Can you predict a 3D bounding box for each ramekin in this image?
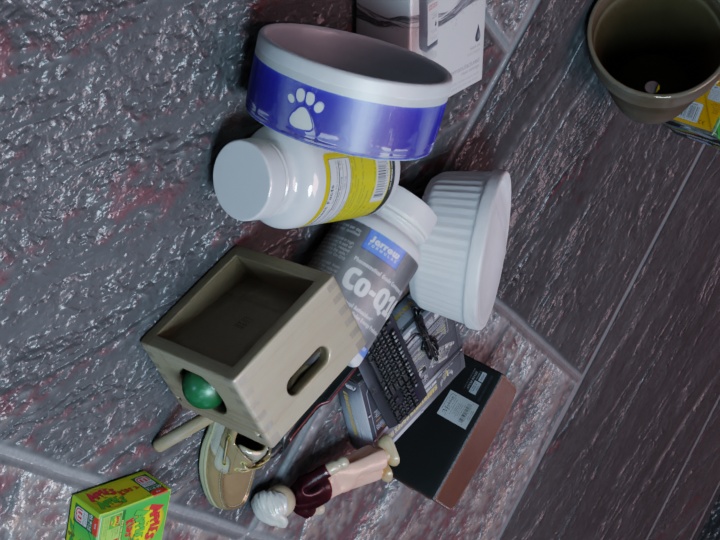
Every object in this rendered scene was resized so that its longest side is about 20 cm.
[{"bbox_3d":[0.125,-0.033,1.653,0.202,0.094,0.204,11,90,-76],"label":"ramekin"}]

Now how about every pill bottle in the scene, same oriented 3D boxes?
[{"bbox_3d":[-0.057,-0.103,1.386,0.199,0.111,0.112,-11,120,-51],"label":"pill bottle"},{"bbox_3d":[0.000,0.000,1.531,0.201,0.113,0.114,-59,146,-9],"label":"pill bottle"}]

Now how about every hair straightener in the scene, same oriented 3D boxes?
[{"bbox_3d":[-0.074,0.149,1.604,0.200,0.041,0.077,-46,142,-20],"label":"hair straightener"}]

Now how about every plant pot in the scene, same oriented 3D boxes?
[{"bbox_3d":[0.423,-0.298,1.882,0.201,0.199,0.174,-57,162,-12],"label":"plant pot"}]

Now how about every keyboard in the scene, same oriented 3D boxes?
[{"bbox_3d":[0.053,0.109,1.674,0.127,0.021,0.200,-50,144,-21],"label":"keyboard"}]

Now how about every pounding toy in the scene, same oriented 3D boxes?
[{"bbox_3d":[-0.126,0.101,1.383,0.200,0.183,0.143,-47,131,-25],"label":"pounding toy"}]

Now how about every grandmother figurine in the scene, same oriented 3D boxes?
[{"bbox_3d":[-0.049,0.272,1.665,0.199,0.061,0.122,-16,135,-32],"label":"grandmother figurine"}]

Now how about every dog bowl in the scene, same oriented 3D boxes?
[{"bbox_3d":[-0.013,-0.181,1.317,0.199,0.199,0.079,-12,123,-51],"label":"dog bowl"}]

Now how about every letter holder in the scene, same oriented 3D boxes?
[{"bbox_3d":[0.139,0.236,1.894,0.201,0.100,0.142,-60,148,-8],"label":"letter holder"}]

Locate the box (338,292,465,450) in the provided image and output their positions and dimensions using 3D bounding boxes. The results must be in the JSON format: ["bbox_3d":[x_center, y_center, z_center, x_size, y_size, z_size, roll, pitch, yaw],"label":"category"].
[{"bbox_3d":[0.055,0.130,1.752,0.200,0.048,0.159,-44,142,-28],"label":"box"}]

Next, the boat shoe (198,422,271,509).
[{"bbox_3d":[-0.137,0.197,1.511,0.074,0.066,0.201,-25,130,-44],"label":"boat shoe"}]

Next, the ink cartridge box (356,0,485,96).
[{"bbox_3d":[0.069,-0.291,1.465,0.145,0.084,0.201,-33,133,-39],"label":"ink cartridge box"}]

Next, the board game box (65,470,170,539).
[{"bbox_3d":[-0.272,0.326,1.425,0.101,0.047,0.201,-13,121,-51],"label":"board game box"}]

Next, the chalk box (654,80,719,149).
[{"bbox_3d":[0.575,-0.272,2.149,0.200,0.124,0.125,14,100,-58],"label":"chalk box"}]
